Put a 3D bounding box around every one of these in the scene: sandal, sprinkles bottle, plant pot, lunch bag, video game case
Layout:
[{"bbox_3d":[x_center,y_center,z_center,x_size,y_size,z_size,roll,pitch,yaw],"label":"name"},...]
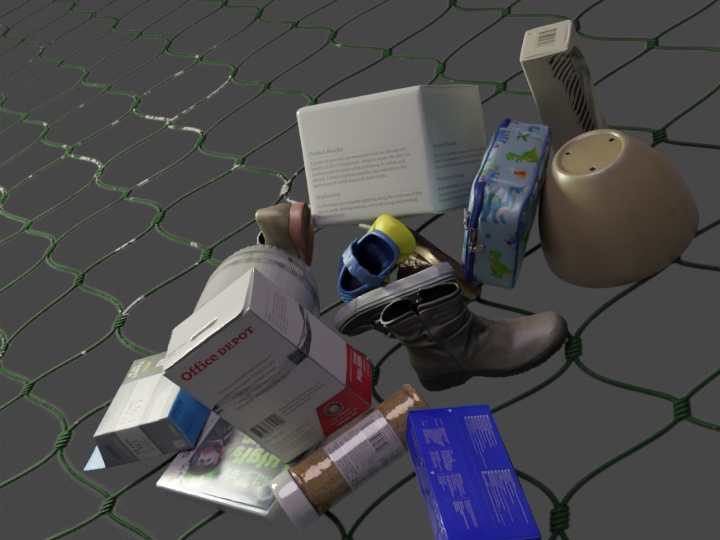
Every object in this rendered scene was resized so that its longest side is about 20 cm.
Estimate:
[{"bbox_3d":[0.000,0.000,1.431,0.079,0.200,0.087,43,63,8],"label":"sandal"},{"bbox_3d":[-0.006,0.213,1.247,0.200,0.068,0.068,-35,35,-8],"label":"sprinkles bottle"},{"bbox_3d":[0.304,-0.095,1.356,0.200,0.135,0.201,-20,36,15],"label":"plant pot"},{"bbox_3d":[0.188,-0.083,1.403,0.082,0.161,0.200,12,47,13],"label":"lunch bag"},{"bbox_3d":[-0.138,0.221,1.372,0.200,0.023,0.182,4,47,39],"label":"video game case"}]

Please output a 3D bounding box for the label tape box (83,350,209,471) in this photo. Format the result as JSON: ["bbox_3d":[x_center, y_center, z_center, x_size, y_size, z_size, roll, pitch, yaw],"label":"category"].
[{"bbox_3d":[-0.293,0.185,1.478,0.200,0.066,0.143,-15,34,28],"label":"label tape box"}]

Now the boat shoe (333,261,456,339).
[{"bbox_3d":[0.045,0.056,1.404,0.200,0.071,0.072,-28,-13,40],"label":"boat shoe"}]

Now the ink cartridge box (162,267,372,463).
[{"bbox_3d":[-0.105,0.112,1.261,0.147,0.200,0.083,-36,29,25],"label":"ink cartridge box"}]

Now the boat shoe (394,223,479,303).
[{"bbox_3d":[0.084,0.003,1.464,0.200,0.072,0.072,41,104,46],"label":"boat shoe"}]

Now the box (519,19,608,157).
[{"bbox_3d":[0.282,-0.232,1.487,0.068,0.200,0.082,-10,39,25],"label":"box"}]

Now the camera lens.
[{"bbox_3d":[-0.137,0.071,1.417,0.160,0.160,0.200,-20,22,13],"label":"camera lens"}]

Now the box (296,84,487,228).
[{"bbox_3d":[0.052,-0.161,1.527,0.199,0.172,0.200,-5,6,31],"label":"box"}]

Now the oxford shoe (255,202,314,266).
[{"bbox_3d":[-0.105,-0.041,1.534,0.074,0.200,0.071,4,62,4],"label":"oxford shoe"}]

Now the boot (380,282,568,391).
[{"bbox_3d":[0.133,0.065,1.278,0.200,0.131,0.068,-19,36,15],"label":"boot"}]

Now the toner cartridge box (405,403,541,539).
[{"bbox_3d":[0.113,0.223,1.140,0.095,0.043,0.200,-2,34,-10],"label":"toner cartridge box"}]
